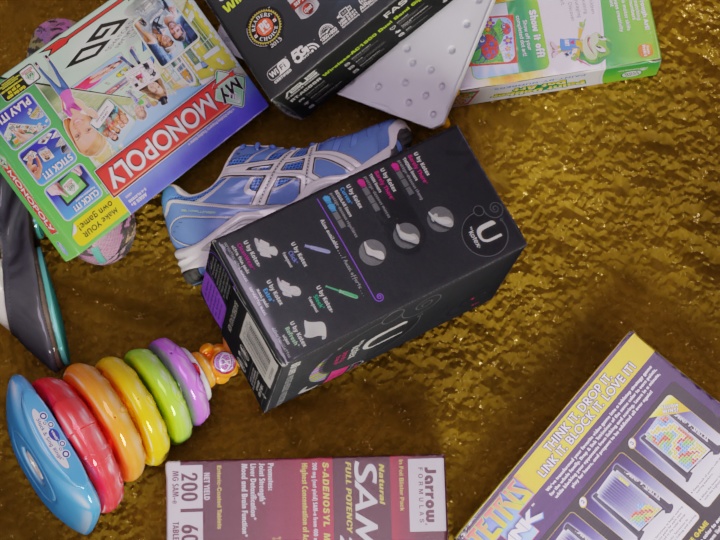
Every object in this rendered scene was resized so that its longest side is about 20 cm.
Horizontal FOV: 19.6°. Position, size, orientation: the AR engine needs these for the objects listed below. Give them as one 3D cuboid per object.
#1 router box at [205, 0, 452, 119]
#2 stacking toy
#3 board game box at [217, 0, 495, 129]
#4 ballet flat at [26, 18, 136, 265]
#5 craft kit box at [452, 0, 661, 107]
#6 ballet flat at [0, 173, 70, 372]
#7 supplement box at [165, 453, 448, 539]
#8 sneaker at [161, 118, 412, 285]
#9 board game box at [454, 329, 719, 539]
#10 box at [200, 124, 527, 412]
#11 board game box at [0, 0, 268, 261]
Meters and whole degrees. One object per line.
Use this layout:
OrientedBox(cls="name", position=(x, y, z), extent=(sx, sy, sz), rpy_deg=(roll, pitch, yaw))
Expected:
OrientedBox(cls="router box", position=(-0.017, -0.231, 1.521), extent=(0.200, 0.062, 0.150), rpy_deg=(-38, 68, 11))
OrientedBox(cls="stacking toy", position=(-0.149, 0.093, 1.505), extent=(0.200, 0.110, 0.116), rpy_deg=(-29, 79, -20))
OrientedBox(cls="board game box", position=(0.014, -0.225, 1.556), extent=(0.200, 0.026, 0.200), rpy_deg=(22, 89, 23))
OrientedBox(cls="ballet flat", position=(-0.209, -0.104, 1.554), extent=(0.069, 0.071, 0.200), rpy_deg=(-12, 77, 0))
OrientedBox(cls="craft kit box", position=(0.114, -0.232, 1.588), extent=(0.197, 0.049, 0.200), rpy_deg=(-9, 77, 2))
OrientedBox(cls="ballet flat", position=(-0.259, -0.014, 1.536), extent=(0.073, 0.073, 0.200), rpy_deg=(-11, 69, -1))
OrientedBox(cls="supplement box", position=(-0.037, 0.189, 1.488), extent=(0.200, 0.061, 0.109), rpy_deg=(-2, 77, 0))
OrientedBox(cls="sneaker", position=(-0.055, -0.066, 1.538), extent=(0.200, 0.076, 0.077), rpy_deg=(-28, 82, -6))
OrientedBox(cls="board game box", position=(0.192, 0.172, 1.488), extent=(0.165, 0.057, 0.200), rpy_deg=(40, 82, 12))
OrientedBox(cls="box", position=(0.000, 0.000, 1.481), extent=(0.200, 0.122, 0.106), rpy_deg=(-26, 77, -16))
OrientedBox(cls="board game box", position=(-0.177, -0.118, 1.519), extent=(0.200, 0.029, 0.135), rpy_deg=(-41, 100, -30))
